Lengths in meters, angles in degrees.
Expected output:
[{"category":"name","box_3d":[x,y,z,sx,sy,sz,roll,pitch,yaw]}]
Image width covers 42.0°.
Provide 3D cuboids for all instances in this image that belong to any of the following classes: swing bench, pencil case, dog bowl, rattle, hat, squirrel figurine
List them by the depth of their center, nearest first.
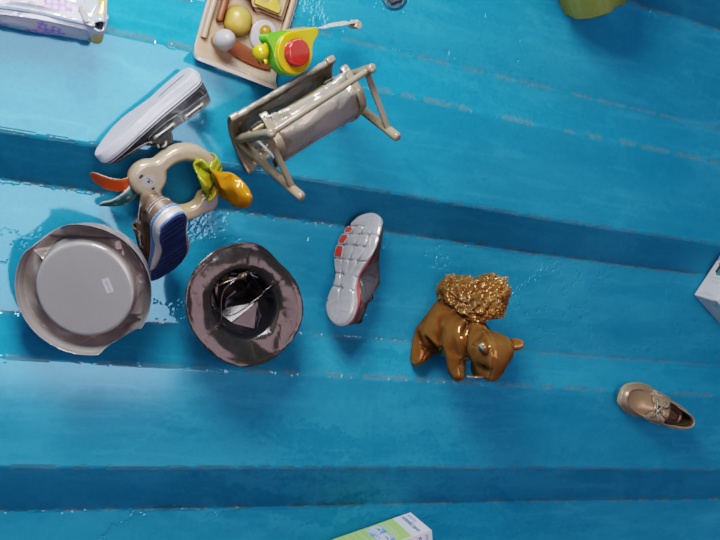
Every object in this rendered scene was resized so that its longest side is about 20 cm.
[{"category":"pencil case","box_3d":[-0.451,-0.369,1.301,0.198,0.091,0.083,4,138,-25]},{"category":"dog bowl","box_3d":[-0.400,0.021,1.380,0.198,0.059,0.202,0,108,-1]},{"category":"rattle","box_3d":[-0.286,-0.112,1.404,0.199,0.143,0.131,-2,132,-36]},{"category":"swing bench","box_3d":[-0.083,-0.230,1.444,0.198,0.200,0.130,-35,124,-17]},{"category":"hat","box_3d":[-0.197,0.054,1.517,0.199,0.081,0.203,-1,92,-25]},{"category":"squirrel figurine","box_3d":[0.200,0.101,1.661,0.140,0.186,0.202,5,97,-27]}]

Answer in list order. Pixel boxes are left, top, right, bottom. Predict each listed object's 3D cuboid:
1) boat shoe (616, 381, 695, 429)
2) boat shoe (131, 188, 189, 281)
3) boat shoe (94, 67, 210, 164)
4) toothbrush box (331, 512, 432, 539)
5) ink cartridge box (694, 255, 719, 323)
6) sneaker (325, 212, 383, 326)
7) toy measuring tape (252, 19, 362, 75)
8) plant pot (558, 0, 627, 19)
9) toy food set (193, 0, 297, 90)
[{"category":"boat shoe","box_3d":[0.626,0.287,1.979,0.199,0.064,0.072,20,91,-28]},{"category":"boat shoe","box_3d":[-0.301,-0.057,1.405,0.072,0.200,0.072,-34,76,-30]},{"category":"boat shoe","box_3d":[-0.306,-0.218,1.412,0.200,0.072,0.071,-41,122,-9]},{"category":"toothbrush box","box_3d":[0.033,0.554,1.722,0.199,0.086,0.147,-12,105,-26]},{"category":"ink cartridge box","box_3d":[0.825,0.011,2.025,0.116,0.067,0.201,41,81,-27]},{"category":"sneaker","box_3d":[0.000,0.000,1.622,0.082,0.077,0.202,17,93,-55]},{"category":"toy measuring tape","box_3d":[-0.080,-0.345,1.463,0.199,0.073,0.074,-19,108,-33]},{"category":"plant pot","box_3d":[0.397,-0.556,1.653,0.199,0.200,0.191,-34,126,-17]},{"category":"toy food set","box_3d":[-0.164,-0.399,1.455,0.143,0.060,0.202,16,93,-28]}]
